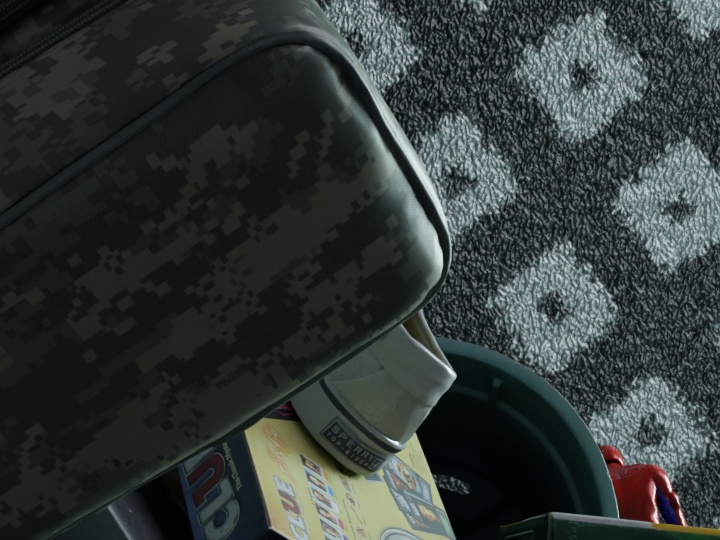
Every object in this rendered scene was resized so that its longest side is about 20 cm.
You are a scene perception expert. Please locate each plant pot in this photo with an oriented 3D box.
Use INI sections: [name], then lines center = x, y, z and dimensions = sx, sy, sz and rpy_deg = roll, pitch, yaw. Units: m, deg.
[plant pot]
center = 0.035, 0.158, 1.067
dimensions = 0.200, 0.200, 0.196
rpy_deg = 52, -8, 14

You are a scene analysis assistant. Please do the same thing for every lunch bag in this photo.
[lunch bag]
center = -0.098, -0.032, 0.607
dimensions = 0.139, 0.200, 0.168
rpy_deg = 56, 0, -45

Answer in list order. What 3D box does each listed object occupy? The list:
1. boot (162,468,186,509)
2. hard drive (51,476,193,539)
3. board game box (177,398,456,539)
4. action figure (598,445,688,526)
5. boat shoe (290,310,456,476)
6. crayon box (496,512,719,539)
[boot]
center = -0.023, 0.115, 0.855
dimensions = 0.200, 0.066, 0.175
rpy_deg = 38, -17, 18
[hard drive]
center = -0.084, 0.107, 0.704
dimensions = 0.200, 0.042, 0.135
rpy_deg = 51, -1, 35
[board game box]
center = -0.021, 0.074, 0.767
dimensions = 0.135, 0.035, 0.200
rpy_deg = 38, 19, -33
[action figure]
center = 0.161, 0.183, 1.050
dimensions = 0.200, 0.065, 0.099
rpy_deg = -104, 179, -50
[boat shoe]
center = 0.000, 0.000, 0.805
dimensions = 0.071, 0.070, 0.200
rpy_deg = 39, 18, -26
[crayon box]
center = 0.164, 0.139, 0.809
dimensions = 0.126, 0.199, 0.052
rpy_deg = 117, -22, -78
